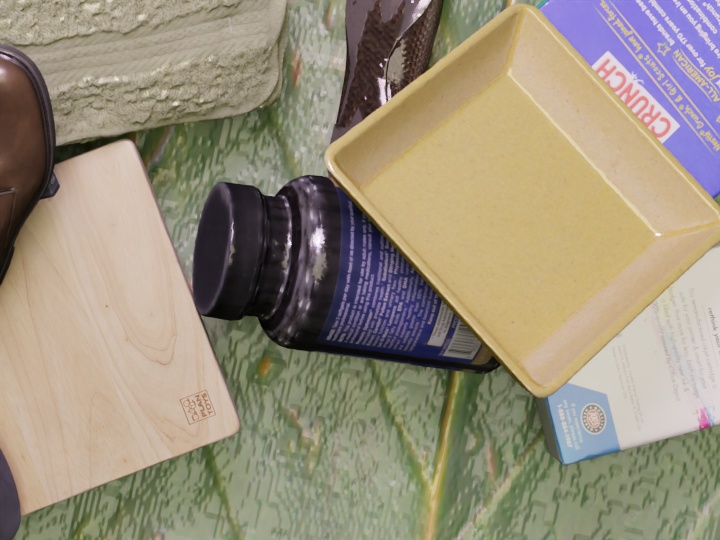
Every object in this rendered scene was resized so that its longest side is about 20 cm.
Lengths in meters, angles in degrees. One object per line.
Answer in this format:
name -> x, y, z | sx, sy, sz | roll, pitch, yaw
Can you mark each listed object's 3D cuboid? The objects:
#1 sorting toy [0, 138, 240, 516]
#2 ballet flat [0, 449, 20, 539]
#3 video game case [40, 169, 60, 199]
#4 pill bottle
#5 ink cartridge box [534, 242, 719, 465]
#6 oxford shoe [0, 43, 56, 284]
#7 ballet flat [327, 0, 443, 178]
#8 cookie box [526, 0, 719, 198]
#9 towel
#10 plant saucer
sorting toy -> -0.202, 0.042, 1.620 | 0.198, 0.070, 0.201 | -21, 93, 1
ballet flat -> -0.276, 0.090, 1.553 | 0.073, 0.073, 0.200 | -27, 93, -3
video game case -> -0.282, -0.120, 1.521 | 0.142, 0.019, 0.200 | -11, 117, 18
pill bottle -> 0.000, 0.000, 1.591 | 0.199, 0.112, 0.112 | 8, 90, -19
ink cartridge box -> 0.209, 0.045, 1.647 | 0.199, 0.067, 0.117 | -14, 92, -3
oxford shoe -> -0.231, -0.040, 1.498 | 0.072, 0.084, 0.200 | 18, 120, 3
ballet flat -> 0.022, -0.140, 1.650 | 0.067, 0.046, 0.201 | 8, 84, 28
cookie box -> 0.232, -0.161, 1.642 | 0.200, 0.075, 0.171 | -39, 92, -3
towel -> -0.138, -0.149, 1.551 | 0.199, 0.037, 0.149 | -11, 125, -18
plant saucer -> 0.098, -0.039, 1.556 | 0.200, 0.048, 0.200 | 48, 58, 5
